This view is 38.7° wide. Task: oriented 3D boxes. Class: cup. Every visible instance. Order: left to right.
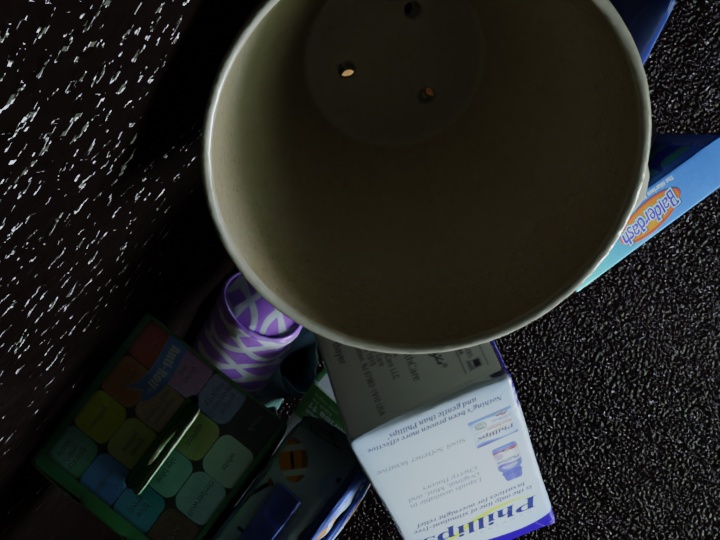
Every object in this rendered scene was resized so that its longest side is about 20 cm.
[{"bbox_3d":[0.024,-0.083,0.505,0.201,0.199,0.144,-55,-158,23],"label":"cup"}]

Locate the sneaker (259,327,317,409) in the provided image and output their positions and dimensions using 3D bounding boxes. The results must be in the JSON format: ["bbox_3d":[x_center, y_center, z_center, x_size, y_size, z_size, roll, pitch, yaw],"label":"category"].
[{"bbox_3d":[-0.083,0.106,1.025,0.073,0.082,0.201,-23,149,-27],"label":"sneaker"}]

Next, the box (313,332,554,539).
[{"bbox_3d":[0.040,0.073,0.703,0.104,0.185,0.201,-22,139,1],"label":"box"}]

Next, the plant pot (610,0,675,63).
[{"bbox_3d":[0.126,-0.170,0.901,0.201,0.179,0.200,-56,178,-31],"label":"plant pot"}]

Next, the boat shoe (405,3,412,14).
[{"bbox_3d":[0.046,-0.184,0.638,0.065,0.072,0.200,-25,159,-54],"label":"boat shoe"}]

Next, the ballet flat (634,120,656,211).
[{"bbox_3d":[0.225,-0.112,0.909,0.070,0.069,0.200,-55,-178,34],"label":"ballet flat"}]

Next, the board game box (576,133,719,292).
[{"bbox_3d":[0.227,-0.061,0.966,0.199,0.045,0.152,-34,-162,-14],"label":"board game box"}]

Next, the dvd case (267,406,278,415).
[{"bbox_3d":[-0.161,0.174,0.952,0.148,0.025,0.200,-8,160,-17],"label":"dvd case"}]

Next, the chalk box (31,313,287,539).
[{"bbox_3d":[-0.133,0.120,0.708,0.125,0.123,0.200,-52,176,-13],"label":"chalk box"}]

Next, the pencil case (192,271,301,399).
[{"bbox_3d":[-0.119,0.078,0.942,0.201,0.083,0.086,125,-31,-42],"label":"pencil case"}]

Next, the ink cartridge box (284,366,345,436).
[{"bbox_3d":[-0.017,0.145,0.967,0.147,0.083,0.201,-47,172,-49],"label":"ink cartridge box"}]

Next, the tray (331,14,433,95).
[{"bbox_3d":[-0.011,-0.082,0.669,0.097,0.037,0.201,-4,147,-28],"label":"tray"}]

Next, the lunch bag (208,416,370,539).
[{"bbox_3d":[-0.069,0.196,0.709,0.201,0.075,0.160,-53,174,-4],"label":"lunch bag"}]
